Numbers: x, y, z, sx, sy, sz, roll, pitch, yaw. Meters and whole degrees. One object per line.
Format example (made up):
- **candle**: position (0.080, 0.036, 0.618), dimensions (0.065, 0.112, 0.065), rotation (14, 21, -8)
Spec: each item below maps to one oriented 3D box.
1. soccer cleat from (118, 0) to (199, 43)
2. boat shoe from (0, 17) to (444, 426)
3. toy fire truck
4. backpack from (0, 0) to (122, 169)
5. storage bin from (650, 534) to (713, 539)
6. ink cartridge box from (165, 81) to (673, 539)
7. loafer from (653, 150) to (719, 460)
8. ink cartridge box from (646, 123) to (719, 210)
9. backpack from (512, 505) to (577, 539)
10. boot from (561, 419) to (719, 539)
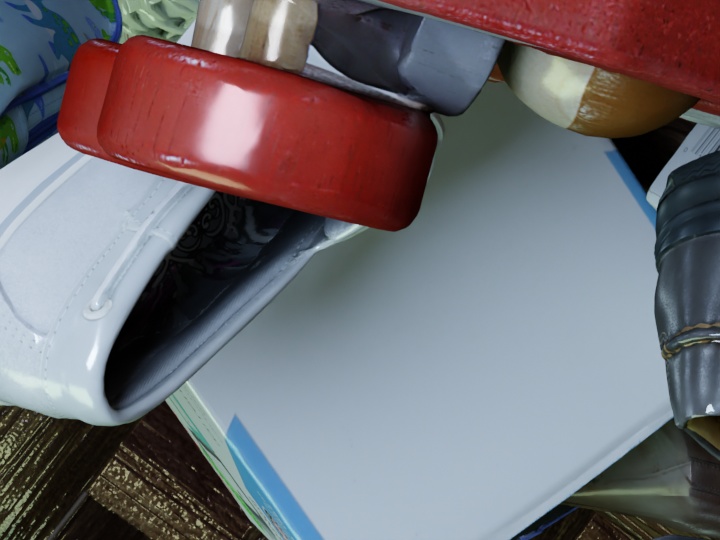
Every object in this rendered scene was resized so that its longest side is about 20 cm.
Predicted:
- **soccer cleat**: position (-0.073, -0.102, 1.080), dimensions (0.070, 0.086, 0.200), rotation (38, 176, -16)
- **boat shoe**: position (-0.018, -0.032, 0.731), dimensions (0.068, 0.200, 0.072), rotation (23, 135, 35)
- **toy fire truck**: position (0.034, -0.058, 0.619), dimensions (0.168, 0.112, 0.200), rotation (13, -178, -12)
- **backpack**: position (-0.144, -0.033, 0.811), dimensions (0.163, 0.154, 0.200), rotation (19, -178, 13)
- **storage bin**: position (0.131, 0.195, 1.058), dimensions (0.134, 0.146, 0.200), rotation (50, -165, 27)
- **ink cartridge box**: position (0.000, 0.000, 0.951), dimensions (0.147, 0.146, 0.200), rotation (55, 173, -10)
- **loafer**: position (0.129, 0.055, 0.741), dimensions (0.073, 0.072, 0.200), rotation (-13, 137, 40)
- **ink cartridge box**: position (0.157, 0.025, 0.868), dimensions (0.099, 0.039, 0.200), rotation (34, 174, 30)
- **backpack**: position (0.013, 0.032, 1.308), dimensions (0.200, 0.183, 0.135), rotation (55, -175, -30)
- **boot**: position (0.111, 0.063, 1.066), dimensions (0.200, 0.064, 0.186), rotation (9, -179, -38)
